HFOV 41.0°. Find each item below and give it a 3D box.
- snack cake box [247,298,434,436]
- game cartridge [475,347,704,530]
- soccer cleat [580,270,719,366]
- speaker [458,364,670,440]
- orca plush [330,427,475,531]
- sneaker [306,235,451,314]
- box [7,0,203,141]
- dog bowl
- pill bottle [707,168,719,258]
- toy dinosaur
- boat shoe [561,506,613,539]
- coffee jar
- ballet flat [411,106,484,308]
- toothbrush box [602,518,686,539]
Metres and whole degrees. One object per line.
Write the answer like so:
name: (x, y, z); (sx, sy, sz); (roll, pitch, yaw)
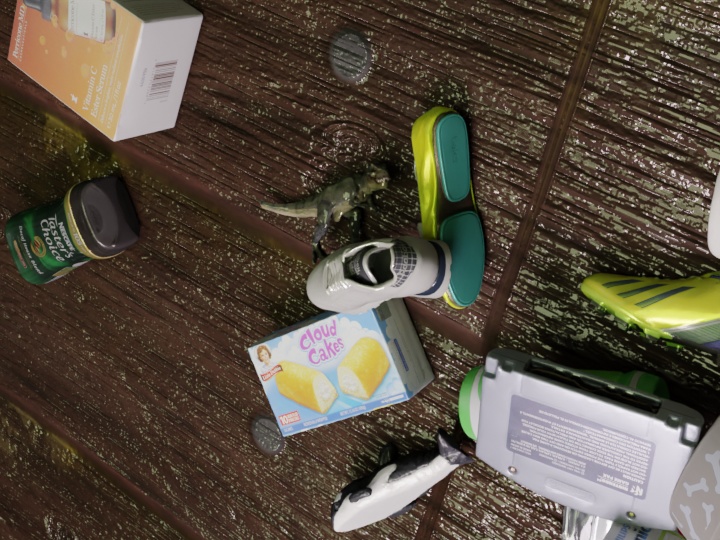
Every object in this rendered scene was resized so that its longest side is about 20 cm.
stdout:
snack cake box: (-0.026, 0.106, 1.108); (0.198, 0.067, 0.117); (-22, 93, 37)
game cartridge: (0.202, 0.158, 0.881); (0.197, 0.041, 0.136); (17, 121, 24)
soccer cleat: (0.299, 0.033, 0.876); (0.197, 0.064, 0.085); (21, 88, 32)
speaker: (0.199, 0.138, 0.952); (0.197, 0.088, 0.091); (0, 106, 34)
orca plush: (0.035, 0.227, 1.108); (0.200, 0.104, 0.072); (-48, 47, 38)
sneaker: (0.000, 0.000, 0.978); (0.198, 0.079, 0.078); (-16, 76, 48)
box: (-0.306, -0.277, 1.146); (0.198, 0.106, 0.154); (35, 122, 20)
dog bowl: (0.336, 0.157, 0.804); (0.059, 0.198, 0.203); (40, 125, 34)
pill bottle: (0.383, -0.044, 0.747); (0.197, 0.112, 0.115); (16, 115, 30)
toy dinosaur: (-0.029, -0.059, 1.070); (0.197, 0.047, 0.090); (-14, 91, 39)
boat shoe: (0.225, 0.308, 1.001); (0.067, 0.071, 0.205); (14, 111, 27)
coffee jar: (-0.385, -0.054, 1.289); (0.197, 0.085, 0.106); (-18, 96, 37)
ballet flat: (0.085, -0.065, 0.985); (0.066, 0.066, 0.205); (9, 109, 54)
toothbrush box: (0.323, 0.293, 0.882); (0.197, 0.145, 0.088); (22, 118, 27)
